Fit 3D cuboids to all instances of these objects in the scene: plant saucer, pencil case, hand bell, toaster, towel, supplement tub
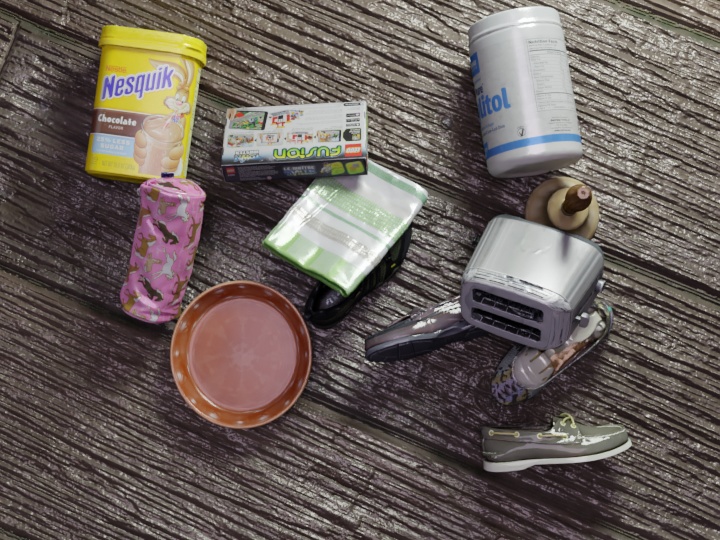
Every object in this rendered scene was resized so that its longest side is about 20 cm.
[{"bbox_3d":[-0.163,0.116,1.497,0.197,0.032,0.204,0,86,4],"label":"plant saucer"},{"bbox_3d":[-0.268,-0.027,1.457,0.086,0.082,0.202,28,114,32],"label":"pencil case"},{"bbox_3d":[0.274,-0.083,1.399,0.102,0.200,0.106,0,86,3],"label":"hand bell"},{"bbox_3d":[0.212,0.014,1.409,0.198,0.115,0.130,20,49,19],"label":"toaster"},{"bbox_3d":[-0.019,-0.070,1.441,0.148,0.031,0.200,28,58,19],"label":"towel"},{"bbox_3d":[0.219,-0.234,1.448,0.130,0.132,0.203,-10,85,3],"label":"supplement tub"}]

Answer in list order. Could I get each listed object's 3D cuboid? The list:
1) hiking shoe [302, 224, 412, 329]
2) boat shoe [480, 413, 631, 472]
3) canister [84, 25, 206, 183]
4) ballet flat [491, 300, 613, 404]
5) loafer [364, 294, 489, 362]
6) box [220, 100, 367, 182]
[{"bbox_3d":[0.000,0.000,1.459,0.076,0.101,0.201,40,90,3],"label":"hiking shoe"},{"bbox_3d":[0.259,0.225,1.443,0.199,0.072,0.061,-9,90,7],"label":"boat shoe"},{"bbox_3d":[-0.299,-0.224,1.502,0.146,0.087,0.203,7,88,3],"label":"canister"},{"bbox_3d":[0.257,0.107,1.453,0.200,0.072,0.072,-38,85,1],"label":"ballet flat"},{"bbox_3d":[0.096,0.073,1.473,0.197,0.072,0.064,-15,66,-4],"label":"loafer"},{"bbox_3d":[-0.089,-0.178,1.484,0.197,0.035,0.111,-2,53,4],"label":"box"}]
